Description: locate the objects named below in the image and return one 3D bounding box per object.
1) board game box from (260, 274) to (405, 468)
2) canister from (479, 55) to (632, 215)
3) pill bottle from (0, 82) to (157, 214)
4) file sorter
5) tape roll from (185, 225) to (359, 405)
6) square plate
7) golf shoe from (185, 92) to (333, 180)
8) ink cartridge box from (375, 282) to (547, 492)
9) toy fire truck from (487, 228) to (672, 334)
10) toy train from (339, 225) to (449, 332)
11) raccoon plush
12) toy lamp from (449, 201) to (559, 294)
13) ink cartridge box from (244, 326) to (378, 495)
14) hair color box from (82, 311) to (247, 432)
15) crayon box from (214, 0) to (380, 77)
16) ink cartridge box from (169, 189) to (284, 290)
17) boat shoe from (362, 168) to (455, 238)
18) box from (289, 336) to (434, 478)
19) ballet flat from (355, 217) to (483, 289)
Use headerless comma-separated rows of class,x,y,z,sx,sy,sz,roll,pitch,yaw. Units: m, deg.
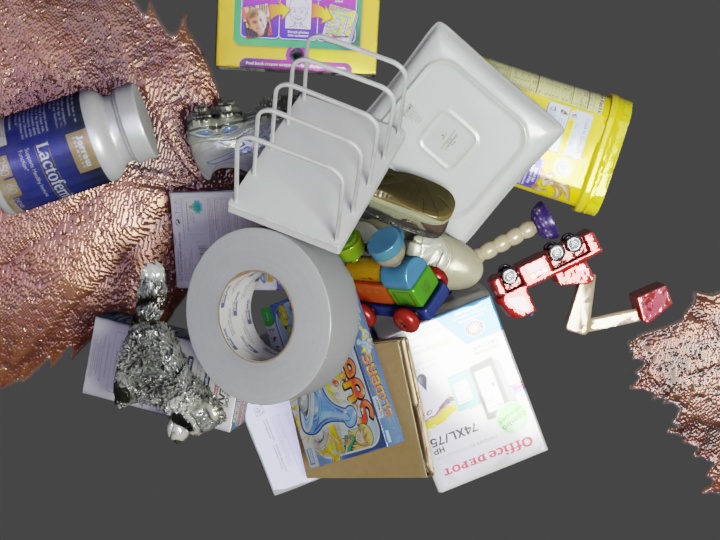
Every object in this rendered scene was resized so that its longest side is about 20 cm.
board game box,-0.034,0.121,1.565,0.135,0.034,0.202,-23,84,42
canister,0.215,-0.168,1.637,0.198,0.087,0.150,18,97,-1
pill bottle,-0.352,-0.151,1.611,0.198,0.116,0.117,-19,96,1
file sorter,-0.042,-0.149,1.488,0.138,0.125,0.201,21,51,10
tape roll,-0.102,0.049,1.523,0.199,0.066,0.202,3,96,29
square plate,0.105,-0.156,1.587,0.198,0.028,0.200,40,113,-3
golf shoe,-0.114,-0.162,1.649,0.198,0.078,0.098,-5,116,3
ink cartridge box,0.122,0.140,1.635,0.146,0.146,0.202,-22,96,1
toy fire truck,0.274,0.027,1.676,0.199,0.049,0.142,-26,96,2
toy train,0.000,0.000,1.580,0.085,0.199,0.116,-53,128,-29
raccoon plush,-0.211,0.100,1.566,0.133,0.097,0.202,10,97,4
toy lamp,0.148,-0.020,1.667,0.199,0.058,0.059,-26,96,-1
ink cartridge box,-0.054,0.157,1.684,0.198,0.041,0.201,-21,94,3
hair color box,-0.235,0.123,1.647,0.198,0.060,0.101,14,98,12
crayon box,-0.075,-0.330,1.628,0.198,0.058,0.174,3,95,-2
ink cartridge box,-0.145,-0.038,1.612,0.199,0.042,0.121,1,97,39
boat shoe,0.015,-0.091,1.589,0.199,0.072,0.066,23,136,10
box,-0.007,0.168,1.592,0.199,0.021,0.165,-8,96,42
ballet flat,0.052,-0.029,1.624,0.199,0.069,0.070,21,96,21
